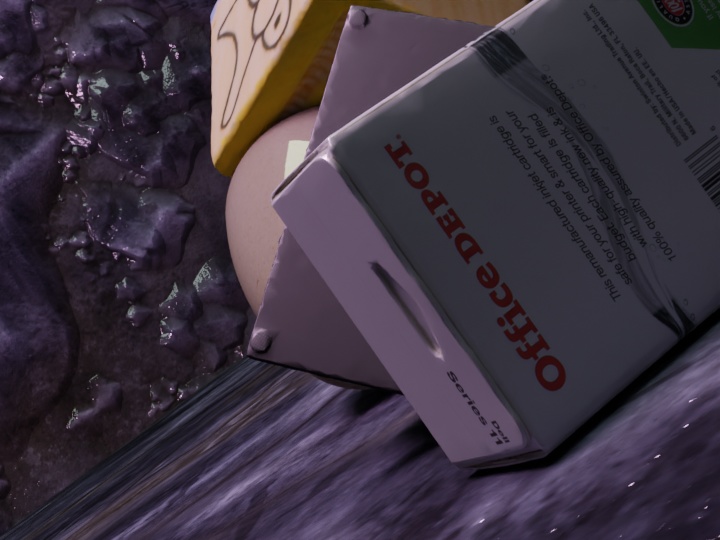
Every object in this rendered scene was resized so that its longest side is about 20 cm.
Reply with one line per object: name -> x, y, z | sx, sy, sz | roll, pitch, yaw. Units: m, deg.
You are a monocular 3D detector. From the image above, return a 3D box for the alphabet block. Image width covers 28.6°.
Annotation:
alphabet block -> 0.006, -0.174, 1.091 | 0.195, 0.196, 0.200 | -55, 28, 38

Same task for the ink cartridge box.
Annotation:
ink cartridge box -> 0.085, -0.032, 0.588 | 0.200, 0.147, 0.083 | -35, 0, -25

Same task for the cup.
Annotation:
cup -> 0.000, 0.000, 1.001 | 0.200, 0.200, 0.143 | -34, 29, 20

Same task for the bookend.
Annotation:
bookend -> 0.032, -0.013, 0.805 | 0.200, 0.092, 0.199 | 52, -129, -69
